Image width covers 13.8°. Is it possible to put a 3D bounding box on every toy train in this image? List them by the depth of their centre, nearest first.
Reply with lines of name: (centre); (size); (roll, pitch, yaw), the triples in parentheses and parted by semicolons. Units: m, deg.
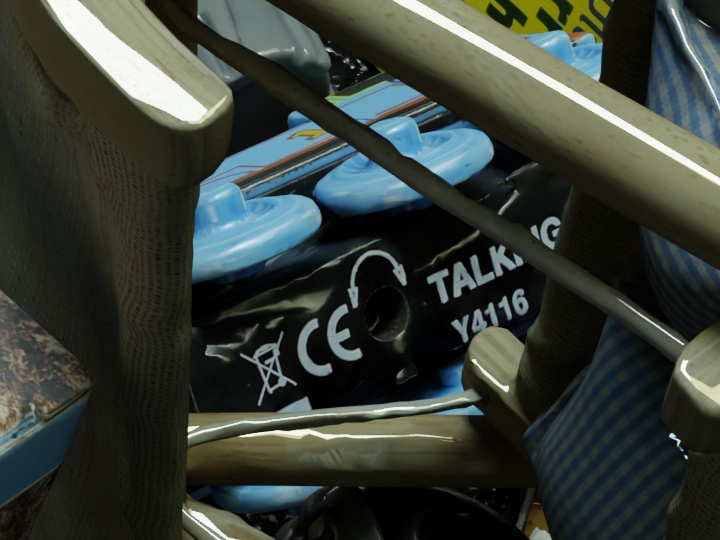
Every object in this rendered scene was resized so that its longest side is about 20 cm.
toy train: (0.000, 0.000, 0.762); (0.199, 0.114, 0.087); (-26, 106, -30)

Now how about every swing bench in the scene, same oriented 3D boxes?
swing bench: (0.021, 0.003, 0.507); (0.199, 0.199, 0.130); (15, 56, 7)

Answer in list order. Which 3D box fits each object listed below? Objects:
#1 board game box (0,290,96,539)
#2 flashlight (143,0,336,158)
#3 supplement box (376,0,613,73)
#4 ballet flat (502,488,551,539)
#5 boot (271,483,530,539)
board game box: (-0.153, 0.085, 0.484); (0.097, 0.201, 0.159); (40, 42, 14)
flashlight: (-0.061, -0.113, 0.871); (0.068, 0.068, 0.201); (-19, 52, -12)
supplement box: (0.069, -0.102, 0.900); (0.109, 0.110, 0.200); (-24, 61, -41)
ballet flat: (0.061, 0.074, 0.749); (0.073, 0.073, 0.200); (26, 42, -1)
boot: (-0.036, 0.067, 0.652); (0.199, 0.139, 0.077); (35, 42, 10)
